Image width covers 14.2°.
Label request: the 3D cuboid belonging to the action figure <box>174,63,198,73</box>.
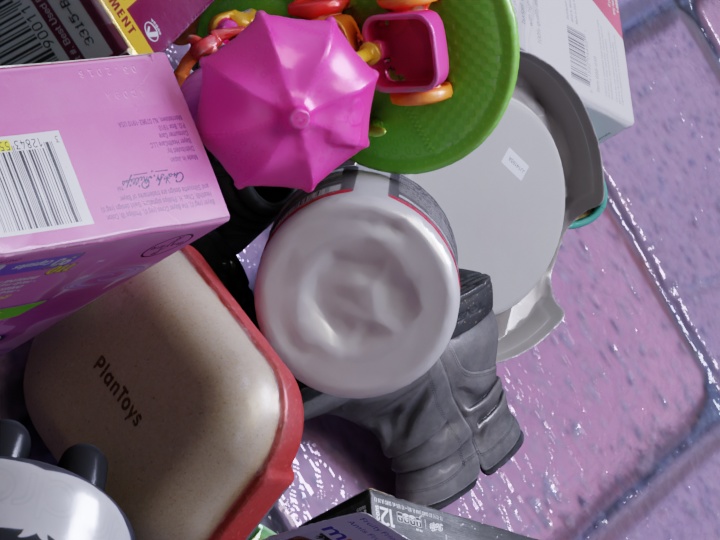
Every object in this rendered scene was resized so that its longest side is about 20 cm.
[{"bbox_3d":[-0.039,-0.116,1.749,0.102,0.119,0.200,59,23,-3],"label":"action figure"}]

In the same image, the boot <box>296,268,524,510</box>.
[{"bbox_3d":[0.016,0.093,1.729,0.200,0.070,0.132,-23,114,-28],"label":"boot"}]

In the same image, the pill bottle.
[{"bbox_3d":[0.000,0.000,1.615,0.111,0.111,0.200,56,6,-7],"label":"pill bottle"}]

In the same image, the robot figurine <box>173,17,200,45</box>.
[{"bbox_3d":[-0.128,-0.238,1.740,0.200,0.144,0.117,59,12,-2],"label":"robot figurine"}]

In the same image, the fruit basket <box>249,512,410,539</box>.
[{"bbox_3d":[-0.002,0.195,1.539,0.185,0.200,0.094,36,58,-31],"label":"fruit basket"}]

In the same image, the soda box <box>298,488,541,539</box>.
[{"bbox_3d":[0.056,0.191,1.722,0.200,0.063,0.071,20,54,-41],"label":"soda box"}]

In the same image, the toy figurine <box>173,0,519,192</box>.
[{"bbox_3d":[-0.042,-0.103,1.524,0.184,0.200,0.151,-30,116,-60],"label":"toy figurine"}]

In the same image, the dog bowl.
[{"bbox_3d":[0.064,-0.042,1.823,0.200,0.059,0.201,-7,102,-40],"label":"dog bowl"}]

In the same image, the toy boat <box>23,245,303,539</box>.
[{"bbox_3d":[-0.087,0.073,1.545,0.131,0.131,0.200,23,21,-46],"label":"toy boat"}]

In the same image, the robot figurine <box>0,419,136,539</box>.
[{"bbox_3d":[-0.177,0.173,1.410,0.125,0.150,0.200,62,27,-42],"label":"robot figurine"}]

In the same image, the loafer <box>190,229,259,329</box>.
[{"bbox_3d":[-0.121,-0.010,1.640,0.201,0.070,0.068,59,37,-25],"label":"loafer"}]

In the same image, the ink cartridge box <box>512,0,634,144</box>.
[{"bbox_3d":[0.087,-0.176,1.982,0.200,0.085,0.146,25,49,-41],"label":"ink cartridge box"}]

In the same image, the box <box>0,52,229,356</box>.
[{"bbox_3d":[-0.202,-0.020,1.438,0.176,0.200,0.097,-10,76,-53],"label":"box"}]

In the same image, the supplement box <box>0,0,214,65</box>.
[{"bbox_3d":[-0.150,-0.177,1.579,0.131,0.103,0.200,57,30,-14],"label":"supplement box"}]

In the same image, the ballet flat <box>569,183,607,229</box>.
[{"bbox_3d":[0.097,-0.077,1.930,0.200,0.070,0.067,21,94,-43],"label":"ballet flat"}]

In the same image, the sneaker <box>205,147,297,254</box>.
[{"bbox_3d":[-0.118,-0.083,1.665,0.200,0.099,0.071,38,44,-26],"label":"sneaker"}]
